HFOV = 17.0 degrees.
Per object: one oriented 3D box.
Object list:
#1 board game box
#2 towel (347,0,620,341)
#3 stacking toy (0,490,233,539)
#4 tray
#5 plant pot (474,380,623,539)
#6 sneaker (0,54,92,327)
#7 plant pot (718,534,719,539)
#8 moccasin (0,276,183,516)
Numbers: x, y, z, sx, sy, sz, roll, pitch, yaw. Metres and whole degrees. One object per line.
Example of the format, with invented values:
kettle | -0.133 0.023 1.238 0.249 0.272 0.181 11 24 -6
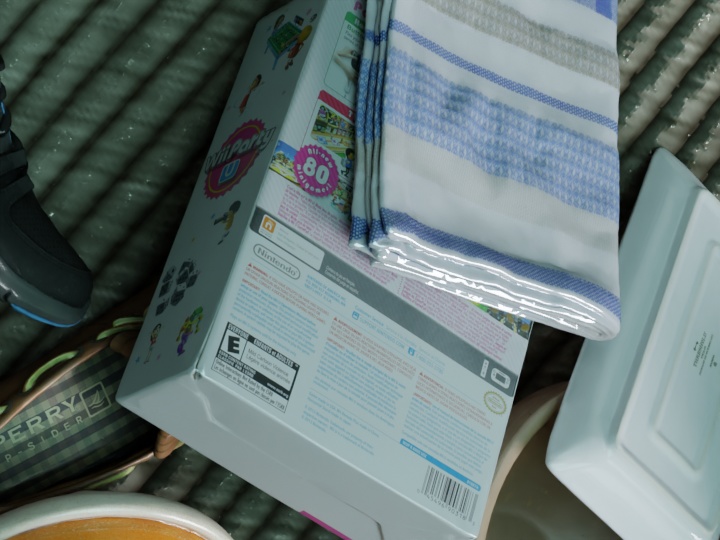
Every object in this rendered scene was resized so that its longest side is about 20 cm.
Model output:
board game box | 0.000 0.000 1.021 0.147 0.064 0.200 34 57 -25
towel | 0.060 -0.077 1.042 0.147 0.024 0.201 20 62 -33
stacking toy | -0.102 0.204 0.984 0.146 0.200 0.146 -10 140 -8
tray | 0.151 0.042 1.104 0.107 0.022 0.200 44 48 -23
plant pot | 0.093 0.151 1.110 0.200 0.093 0.202 7 79 -39
sneaker | -0.167 -0.060 0.985 0.082 0.073 0.200 -44 115 -10
plant pot | 0.257 0.181 1.093 0.200 0.140 0.201 9 76 -39
moccasin | -0.093 0.047 1.035 0.201 0.078 0.074 -22 106 -18
